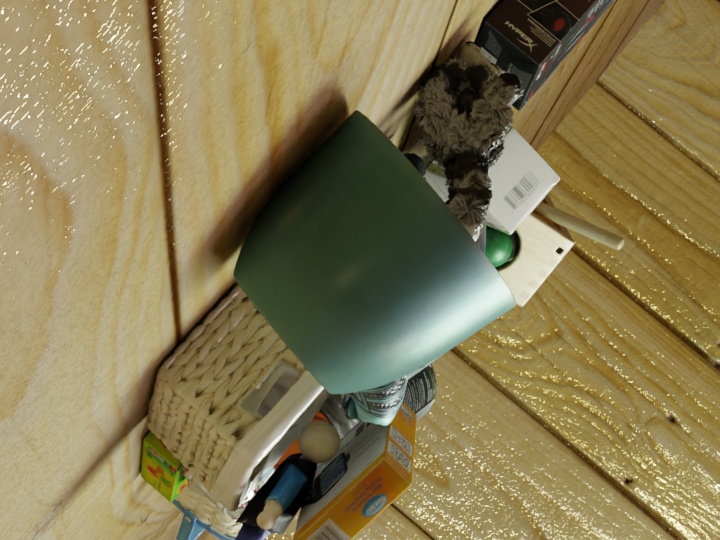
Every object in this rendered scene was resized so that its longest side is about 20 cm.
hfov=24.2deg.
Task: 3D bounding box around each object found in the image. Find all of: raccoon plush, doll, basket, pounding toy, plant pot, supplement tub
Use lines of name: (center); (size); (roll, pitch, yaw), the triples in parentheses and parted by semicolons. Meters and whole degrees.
raccoon plush: (0.095, -0.122, 1.615); (0.134, 0.097, 0.200); (5, 101, -83)
doll: (-0.086, 0.223, 1.551); (0.200, 0.048, 0.136); (-50, 176, 0)
basket: (-0.112, 0.117, 1.539); (0.136, 0.123, 0.200); (-48, 174, -23)
pounding toy: (0.169, -0.064, 1.930); (0.142, 0.184, 0.200); (-52, -158, 17)
plant pot: (-0.002, 0.000, 1.328); (0.161, 0.201, 0.201); (-39, 175, -1)
supplement tub: (-0.015, 0.151, 1.850); (0.200, 0.123, 0.123); (-32, 163, -47)
basket: (-0.151, 0.241, 1.988); (0.176, 0.139, 0.200); (-49, 175, -21)

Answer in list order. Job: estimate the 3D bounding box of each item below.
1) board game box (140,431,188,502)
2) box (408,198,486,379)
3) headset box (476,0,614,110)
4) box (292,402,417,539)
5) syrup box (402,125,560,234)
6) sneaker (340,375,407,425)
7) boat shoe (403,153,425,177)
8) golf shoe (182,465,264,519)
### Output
board game box: (-0.183, 0.178, 1.789); (0.102, 0.048, 0.200); (-48, 174, -18)
box: (0.057, 0.027, 1.664); (0.200, 0.040, 0.137); (-42, -143, 53)
headset box: (0.207, -0.278, 1.720); (0.200, 0.075, 0.149); (-49, 174, -12)
box: (-0.002, 0.189, 1.570); (0.119, 0.041, 0.200); (-44, -174, 14)
syrup box: (0.118, -0.106, 1.739); (0.079, 0.081, 0.200); (-48, -160, -5)
sneaker: (0.000, 0.098, 1.571); (0.200, 0.078, 0.086); (-146, -118, -84)
boat shoe: (0.023, -0.060, 1.736); (0.199, 0.074, 0.066); (110, 4, -61)
golf shoe: (-0.129, 0.210, 1.715); (0.075, 0.092, 0.200); (-47, 173, -11)
